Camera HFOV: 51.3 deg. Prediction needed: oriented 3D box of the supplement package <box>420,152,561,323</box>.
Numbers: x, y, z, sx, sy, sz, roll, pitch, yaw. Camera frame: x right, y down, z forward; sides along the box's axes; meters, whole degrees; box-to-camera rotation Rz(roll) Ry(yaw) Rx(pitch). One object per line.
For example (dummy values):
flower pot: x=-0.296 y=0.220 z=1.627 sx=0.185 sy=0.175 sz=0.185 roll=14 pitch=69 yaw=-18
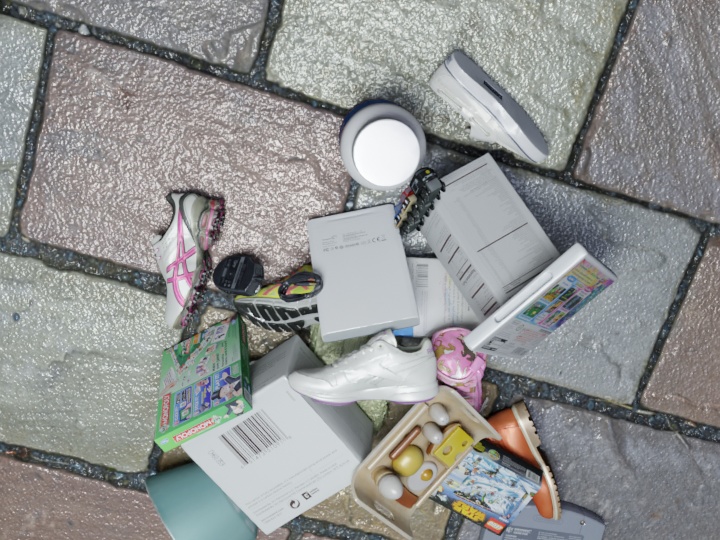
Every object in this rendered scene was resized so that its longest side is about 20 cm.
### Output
supplement package: x=0.174 y=-0.036 z=1.025 sx=0.114 sy=0.110 sz=0.200 roll=-29 pitch=77 yaw=-13

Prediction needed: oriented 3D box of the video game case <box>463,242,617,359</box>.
video game case: x=0.239 y=0.047 z=0.972 sx=0.182 sy=0.200 sz=0.024 roll=-43 pitch=64 yaw=16

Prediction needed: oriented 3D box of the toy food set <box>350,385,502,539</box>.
toy food set: x=0.096 y=0.271 z=1.046 sx=0.200 sy=0.060 sz=0.144 roll=-46 pitch=125 yaw=-2

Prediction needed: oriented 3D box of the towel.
towel: x=-0.015 y=0.156 z=1.159 sx=0.148 sy=0.036 sz=0.200 roll=10 pitch=104 yaw=-6

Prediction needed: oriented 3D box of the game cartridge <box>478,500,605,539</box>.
game cartridge: x=0.299 y=0.445 z=1.250 sx=0.200 sy=0.040 sz=0.134 roll=10 pitch=108 yaw=-5

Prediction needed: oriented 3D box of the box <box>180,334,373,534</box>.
box: x=-0.116 y=0.240 z=1.101 sx=0.199 sy=0.131 sz=0.200 roll=-34 pitch=107 yaw=16

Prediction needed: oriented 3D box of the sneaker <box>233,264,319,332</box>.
sneaker: x=-0.091 y=0.034 z=1.112 sx=0.200 sy=0.090 sz=0.078 roll=-4 pitch=145 yaw=15

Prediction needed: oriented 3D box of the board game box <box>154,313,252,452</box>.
board game box: x=-0.223 y=0.153 z=1.066 sx=0.134 sy=0.200 sz=0.029 roll=-27 pitch=121 yaw=5

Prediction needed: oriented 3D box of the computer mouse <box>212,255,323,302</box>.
computer mouse: x=-0.133 y=0.016 z=1.072 sx=0.200 sy=0.034 sz=0.059 roll=9 pitch=72 yaw=34

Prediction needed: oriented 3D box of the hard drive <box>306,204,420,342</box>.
hard drive: x=0.000 y=0.000 z=1.048 sx=0.132 sy=0.200 sz=0.027 roll=-11 pitch=143 yaw=1

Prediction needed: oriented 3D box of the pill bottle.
pill bottle: x=0.027 y=-0.167 z=0.990 sx=0.112 sy=0.200 sz=0.112 roll=-1 pitch=104 yaw=-2

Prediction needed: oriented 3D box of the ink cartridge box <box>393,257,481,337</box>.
ink cartridge box: x=0.135 y=0.042 z=1.103 sx=0.200 sy=0.067 sz=0.116 roll=2 pitch=86 yaw=-3

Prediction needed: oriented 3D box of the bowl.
bowl: x=-0.229 y=0.369 z=1.144 sx=0.105 sy=0.201 sz=0.201 roll=-34 pitch=104 yaw=-14

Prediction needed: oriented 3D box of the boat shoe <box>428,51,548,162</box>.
boat shoe: x=0.179 y=-0.216 z=1.059 sx=0.200 sy=0.071 sz=0.070 roll=39 pitch=127 yaw=-15

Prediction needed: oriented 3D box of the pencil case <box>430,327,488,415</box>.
pencil case: x=0.142 y=0.155 z=1.088 sx=0.086 sy=0.083 sz=0.200 roll=-2 pitch=150 yaw=8

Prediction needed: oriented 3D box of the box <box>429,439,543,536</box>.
box: x=0.162 y=0.317 z=1.164 sx=0.200 sy=0.040 sz=0.137 roll=28 pitch=124 yaw=3

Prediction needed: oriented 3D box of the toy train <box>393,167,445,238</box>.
toy train: x=0.071 y=-0.088 z=0.977 sx=0.034 sy=0.200 sz=0.046 roll=-28 pitch=81 yaw=-12

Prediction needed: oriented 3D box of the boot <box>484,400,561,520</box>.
boot: x=0.251 y=0.317 z=1.197 sx=0.107 sy=0.075 sz=0.200 roll=-24 pitch=94 yaw=7

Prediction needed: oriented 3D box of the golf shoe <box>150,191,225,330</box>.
golf shoe: x=-0.260 y=-0.015 z=1.089 sx=0.092 sy=0.073 sz=0.200 roll=14 pitch=94 yaw=0

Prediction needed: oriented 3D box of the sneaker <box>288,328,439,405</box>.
sneaker: x=0.004 y=0.126 z=0.994 sx=0.200 sy=0.075 sz=0.100 roll=-1 pitch=95 yaw=-5
